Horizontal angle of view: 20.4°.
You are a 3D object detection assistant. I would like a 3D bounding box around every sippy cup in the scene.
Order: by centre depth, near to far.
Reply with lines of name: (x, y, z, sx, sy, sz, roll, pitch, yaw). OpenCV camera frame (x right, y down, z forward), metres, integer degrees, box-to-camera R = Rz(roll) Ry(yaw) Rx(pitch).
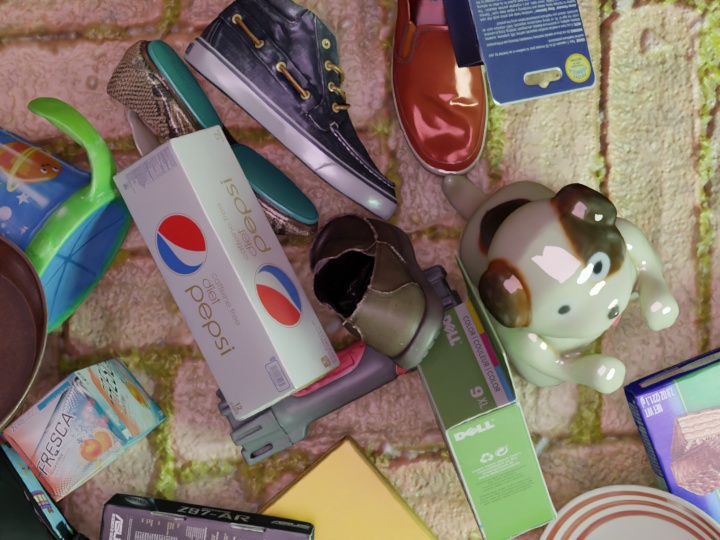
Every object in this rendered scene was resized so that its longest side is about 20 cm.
sippy cup: (-0.259, -0.039, 1.485, 0.130, 0.140, 0.178, 35, 83, 11)

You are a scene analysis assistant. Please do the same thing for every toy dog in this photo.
toy dog: (0.143, -0.007, 1.437, 0.139, 0.200, 0.195, -36, 91, 1)

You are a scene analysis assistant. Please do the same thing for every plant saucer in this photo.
plant saucer: (-0.303, 0.061, 1.386, 0.198, 0.035, 0.202, -8, 57, 13)

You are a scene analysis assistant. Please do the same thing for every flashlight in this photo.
flashlight: (-0.013, 0.067, 1.512, 0.199, 0.068, 0.068, -26, 125, 6)

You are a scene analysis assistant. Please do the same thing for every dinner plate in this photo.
dinner plate: (0.218, 0.253, 1.490, 0.199, 0.024, 0.202, 10, 109, 32)

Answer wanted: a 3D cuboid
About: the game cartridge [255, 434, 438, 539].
game cartridge: (-0.011, 0.258, 1.535, 0.176, 0.032, 0.200, -40, 93, 2)

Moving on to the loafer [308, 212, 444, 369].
loafer: (0.000, 0.000, 1.439, 0.071, 0.200, 0.073, 28, 97, -25)

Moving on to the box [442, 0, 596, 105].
box: (0.106, -0.224, 1.481, 0.121, 0.032, 0.202, -14, 90, -42)

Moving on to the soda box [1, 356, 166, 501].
soda box: (-0.196, 0.111, 1.446, 0.068, 0.200, 0.064, -39, 90, 2)

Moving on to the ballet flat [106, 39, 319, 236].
ballet flat: (-0.117, -0.084, 1.514, 0.200, 0.068, 0.075, 47, 114, 5)

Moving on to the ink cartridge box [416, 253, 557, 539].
ink cartridge box: (0.081, 0.096, 1.435, 0.059, 0.201, 0.104, -21, 47, 0)

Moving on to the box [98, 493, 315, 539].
box: (-0.124, 0.279, 1.500, 0.159, 0.044, 0.202, 7, 95, 3)

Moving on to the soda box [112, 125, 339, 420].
soda box: (-0.096, 0.001, 1.449, 0.063, 0.068, 0.201, -28, 88, 33)

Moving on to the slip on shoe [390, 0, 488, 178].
slip on shoe: (0.059, -0.170, 1.504, 0.073, 0.061, 0.202, -2, 93, -1)

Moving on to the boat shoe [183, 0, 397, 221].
boat shoe: (-0.032, -0.131, 1.501, 0.200, 0.071, 0.091, 41, 91, -1)

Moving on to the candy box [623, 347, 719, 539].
candy box: (0.312, 0.153, 1.500, 0.168, 0.077, 0.202, -22, 92, 3)

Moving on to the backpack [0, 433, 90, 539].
backpack: (-0.319, 0.169, 1.465, 0.134, 0.182, 0.201, -39, 68, 16)
